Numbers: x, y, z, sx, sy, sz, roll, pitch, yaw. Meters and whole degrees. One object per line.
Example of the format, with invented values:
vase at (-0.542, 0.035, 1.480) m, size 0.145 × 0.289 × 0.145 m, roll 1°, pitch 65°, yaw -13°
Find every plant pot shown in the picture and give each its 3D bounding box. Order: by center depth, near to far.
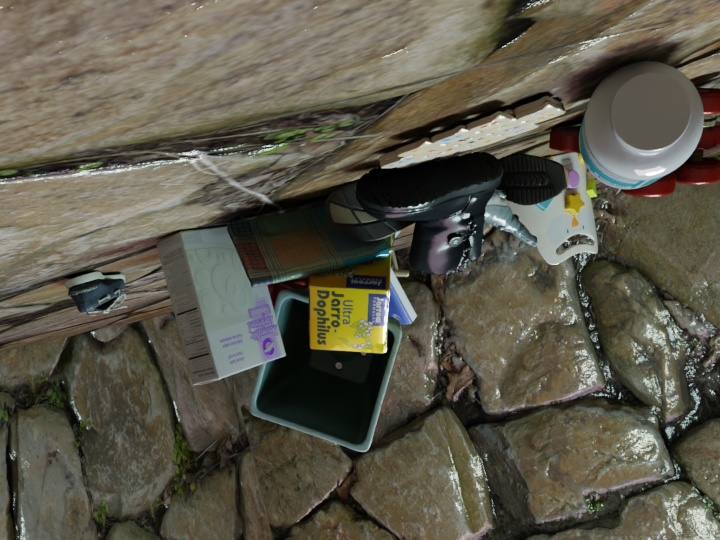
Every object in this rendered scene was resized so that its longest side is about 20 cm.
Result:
plant pot at (-0.040, 0.140, 1.287) m, size 0.193 × 0.199 × 0.200 m, roll 17°, pitch -173°, yaw 7°

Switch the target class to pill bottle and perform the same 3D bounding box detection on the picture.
pill bottle at (0.279, -0.144, 0.810) m, size 0.109 × 0.113 × 0.200 m, roll -15°, pitch 178°, yaw 12°

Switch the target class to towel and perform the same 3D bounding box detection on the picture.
towel at (-0.071, -0.043, 1.097) m, size 0.197 × 0.022 × 0.147 m, roll -12°, pitch -142°, yaw -17°

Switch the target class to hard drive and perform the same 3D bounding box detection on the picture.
hard drive at (0.000, 0.000, 1.313) m, size 0.131 × 0.202 × 0.025 m, roll 6°, pitch -135°, yaw 46°

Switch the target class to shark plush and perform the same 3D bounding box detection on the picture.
shark plush at (0.179, -0.082, 1.225) m, size 0.198 × 0.085 × 0.090 m, roll 29°, pitch 160°, yaw -32°

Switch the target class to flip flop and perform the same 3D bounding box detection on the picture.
flip flop at (0.044, -0.096, 1.093) m, size 0.197 × 0.082 × 0.057 m, roll -20°, pitch -166°, yaw -18°

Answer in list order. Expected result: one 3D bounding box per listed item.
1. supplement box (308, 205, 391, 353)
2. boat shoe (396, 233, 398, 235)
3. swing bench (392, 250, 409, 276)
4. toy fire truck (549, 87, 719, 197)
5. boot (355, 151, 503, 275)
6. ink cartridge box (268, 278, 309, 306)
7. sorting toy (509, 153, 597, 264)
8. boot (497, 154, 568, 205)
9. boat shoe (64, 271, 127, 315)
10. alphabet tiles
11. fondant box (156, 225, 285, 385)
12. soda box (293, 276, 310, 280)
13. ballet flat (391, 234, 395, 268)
supplement box at (-0.011, 0.008, 1.140) m, size 0.107 × 0.110 × 0.201 m, roll 3°, pitch -145°, yaw 2°
boat shoe at (-0.016, -0.063, 1.385) m, size 0.198 × 0.075 × 0.066 m, roll -16°, pitch 180°, yaw 44°
swing bench at (-0.003, -0.025, 1.813) m, size 0.196 × 0.132 × 0.199 m, roll -15°, pitch 179°, yaw 0°
toy fire truck at (0.366, -0.174, 1.038) m, size 0.197 × 0.114 × 0.167 m, roll -13°, pitch -158°, yaw -24°
boot at (0.081, -0.057, 1.026) m, size 0.197 × 0.077 × 0.170 m, roll -14°, pitch 140°, yaw -20°
ink cartridge box at (-0.178, 0.025, 1.367) m, size 0.197 × 0.068 × 0.116 m, roll 20°, pitch -170°, yaw 19°
sorting toy at (0.358, -0.108, 1.430) m, size 0.197 × 0.183 × 0.106 m, roll -14°, pitch 179°, yaw -28°
boot at (0.269, -0.152, 1.284) m, size 0.137 × 0.079 × 0.198 m, roll -19°, pitch -166°, yaw -40°
boat shoe at (-0.424, 0.039, 1.316) m, size 0.074 × 0.063 × 0.200 m, roll -17°, pitch 179°, yaw -7°
alphabet tiles at (0.121, -0.148, 0.882) m, size 0.197 × 0.015 × 0.195 m, roll -16°, pitch -179°, yaw 25°
fondant box at (-0.192, 0.042, 1.131) m, size 0.058 × 0.204 × 0.143 m, roll -15°, pitch 179°, yaw 35°
soda box at (-0.126, -0.026, 1.313) m, size 0.069 × 0.063 × 0.199 m, roll -61°, pitch 163°, yaw 14°
ballet flat at (0.046, -0.049, 1.300) m, size 0.056 × 0.067 × 0.201 m, roll -12°, pitch 145°, yaw -11°
